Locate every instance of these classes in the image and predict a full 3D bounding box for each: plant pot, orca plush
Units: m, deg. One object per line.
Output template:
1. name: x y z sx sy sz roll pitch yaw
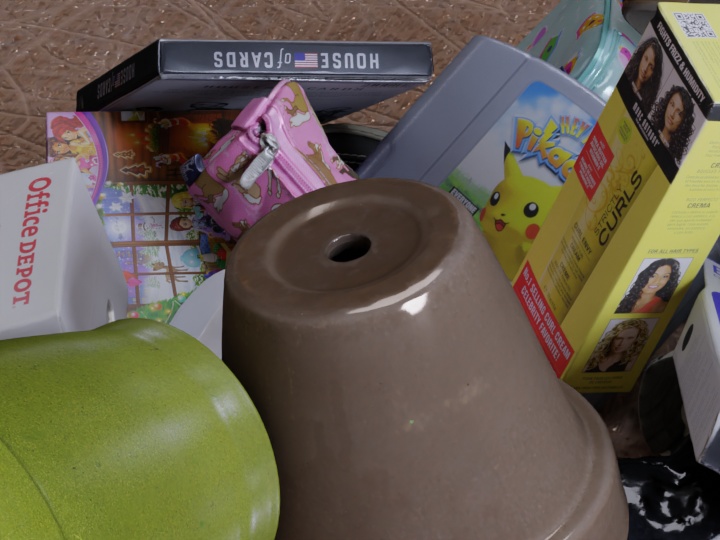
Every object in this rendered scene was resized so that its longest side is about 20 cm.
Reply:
1. plant pot: 0.011 0.061 1.349 0.199 0.175 0.201 -10 34 7
2. orca plush: 0.176 0.111 1.412 0.199 0.072 0.105 13 28 23
3. plant pot: -0.140 0.110 1.259 0.200 0.202 0.192 20 30 35

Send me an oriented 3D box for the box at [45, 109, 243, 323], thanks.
1. box: -0.096 0.000 1.583 0.136 0.039 0.201 -2 50 -7

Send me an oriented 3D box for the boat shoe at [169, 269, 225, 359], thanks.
1. boat shoe: -0.086 0.090 1.445 0.072 0.068 0.200 -31 24 44

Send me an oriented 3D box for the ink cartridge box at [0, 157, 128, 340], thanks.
1. ink cartridge box: -0.223 0.034 1.470 0.199 0.084 0.146 -13 33 7

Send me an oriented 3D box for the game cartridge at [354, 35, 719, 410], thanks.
1. game cartridge: 0.096 -0.032 1.601 0.133 0.040 0.200 -47 62 0

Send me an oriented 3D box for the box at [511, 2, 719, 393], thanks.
1. box: 0.138 -0.033 1.466 0.050 0.201 0.076 -1 47 -28

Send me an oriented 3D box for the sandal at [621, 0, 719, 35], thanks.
1. sandal: 0.206 -0.095 1.646 0.081 0.200 0.055 2 64 30

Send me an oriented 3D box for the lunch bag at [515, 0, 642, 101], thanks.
1. lunch bag: 0.115 -0.085 1.735 0.077 0.160 0.200 41 23 -11

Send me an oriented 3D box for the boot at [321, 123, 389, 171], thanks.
1. boot: -0.068 -0.022 1.683 0.202 0.074 0.154 3 26 25

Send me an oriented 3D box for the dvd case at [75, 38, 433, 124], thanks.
1. dvd case: -0.062 -0.101 1.631 0.149 0.025 0.200 -1 -5 -18

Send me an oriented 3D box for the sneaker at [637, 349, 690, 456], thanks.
1. sneaker: 0.233 0.054 1.545 0.199 0.077 0.089 0 15 -8

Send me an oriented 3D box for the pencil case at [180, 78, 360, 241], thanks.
1. pencil case: 0.000 0.000 1.522 0.200 0.083 0.086 49 33 5

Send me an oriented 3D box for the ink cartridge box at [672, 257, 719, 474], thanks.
1. ink cartridge box: 0.241 0.083 1.408 0.197 0.044 0.200 28 18 -6
